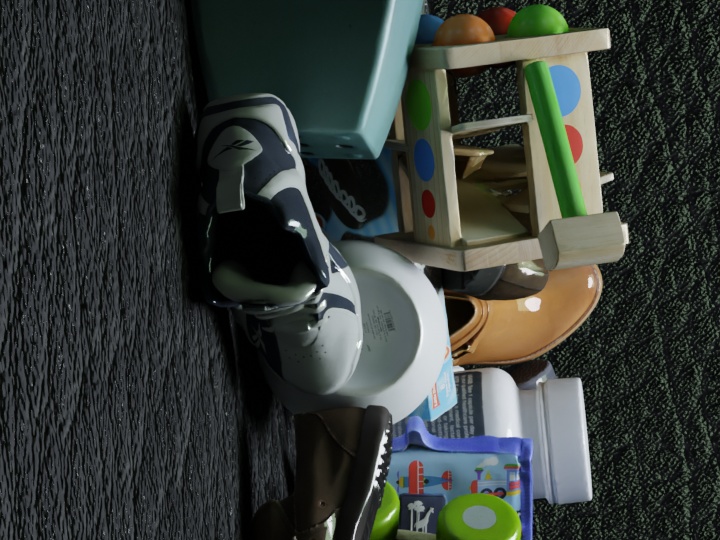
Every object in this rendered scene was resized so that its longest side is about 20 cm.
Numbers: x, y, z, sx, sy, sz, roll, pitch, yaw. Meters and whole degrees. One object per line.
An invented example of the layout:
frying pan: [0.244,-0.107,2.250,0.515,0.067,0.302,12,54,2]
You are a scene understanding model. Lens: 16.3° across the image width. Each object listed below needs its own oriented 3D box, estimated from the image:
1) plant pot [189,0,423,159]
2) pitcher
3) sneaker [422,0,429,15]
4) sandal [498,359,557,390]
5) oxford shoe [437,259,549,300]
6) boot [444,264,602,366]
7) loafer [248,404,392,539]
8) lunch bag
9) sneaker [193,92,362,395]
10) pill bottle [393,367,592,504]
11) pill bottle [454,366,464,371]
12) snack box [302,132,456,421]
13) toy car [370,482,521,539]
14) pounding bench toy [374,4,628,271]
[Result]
plant pot: [-0.032,-0.173,1.518,0.141,0.140,0.201,52,40,-79]
pitcher: [-0.018,0.022,1.629,0.200,0.121,0.172,136,-69,-84]
sneaker: [0.002,-0.123,1.753,0.076,0.090,0.201,-83,175,-50]
sandal: [0.064,0.115,1.948,0.076,0.199,0.043,-39,111,-51]
oxford shoe: [0.068,-0.015,1.804,0.200,0.084,0.073,35,-75,58]
boot: [0.088,0.033,1.860,0.155,0.199,0.074,65,1,-79]
loafer: [-0.034,0.171,1.499,0.073,0.071,0.201,86,17,-60]
lunch bag: [0.045,0.184,1.734,0.094,0.150,0.201,-86,174,-59]
sneaker: [-0.049,0.012,1.430,0.130,0.079,0.200,-84,167,-58]
pill bottle: [0.066,0.133,1.839,0.120,0.199,0.120,-6,90,-84]
pill bottle: [0.041,0.016,2.136,0.113,0.112,0.201,18,66,-84]
snack box: [0.000,0.000,1.742,0.037,0.116,0.201,-29,118,-47]
toy car: [0.017,0.258,1.584,0.200,0.157,0.165,-70,166,-52]
pounding bench toy: [0.100,-0.087,1.590,0.200,0.124,0.157,12,-71,64]
